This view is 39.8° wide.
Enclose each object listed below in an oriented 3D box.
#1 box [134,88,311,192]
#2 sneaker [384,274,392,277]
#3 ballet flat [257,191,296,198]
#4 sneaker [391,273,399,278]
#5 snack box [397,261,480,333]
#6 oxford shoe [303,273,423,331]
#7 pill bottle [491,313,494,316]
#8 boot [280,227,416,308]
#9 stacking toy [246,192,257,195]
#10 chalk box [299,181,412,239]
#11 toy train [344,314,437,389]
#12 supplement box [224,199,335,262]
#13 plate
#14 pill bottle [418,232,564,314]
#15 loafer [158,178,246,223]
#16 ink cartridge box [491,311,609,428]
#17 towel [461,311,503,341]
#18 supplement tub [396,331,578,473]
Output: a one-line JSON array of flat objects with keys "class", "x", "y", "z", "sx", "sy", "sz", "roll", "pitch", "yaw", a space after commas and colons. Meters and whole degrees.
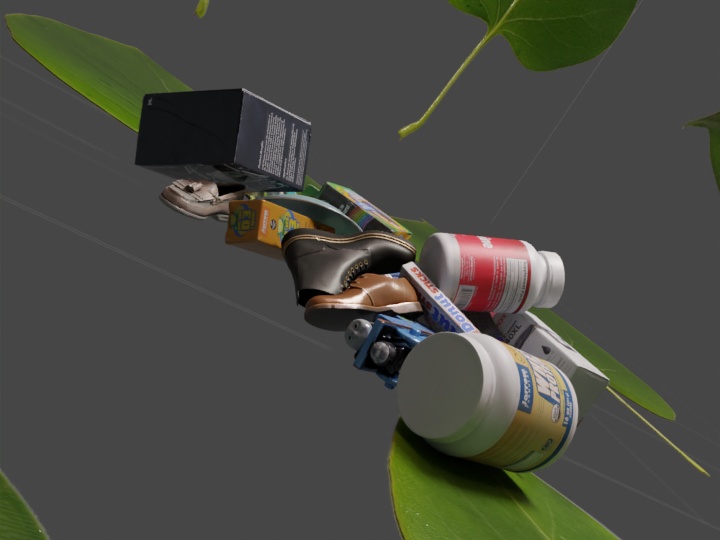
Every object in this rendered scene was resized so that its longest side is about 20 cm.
[{"class": "box", "x": -0.216, "y": -0.203, "z": 1.594, "sx": 0.200, "sy": 0.124, "sz": 0.197, "roll": 3, "pitch": -9, "yaw": 30}, {"class": "sneaker", "x": 0.046, "y": 0.046, "z": 1.535, "sx": 0.200, "sy": 0.080, "sz": 0.086, "roll": 31, "pitch": -3, "yaw": -10}, {"class": "ballet flat", "x": -0.133, "y": -0.109, "z": 1.722, "sx": 0.069, "sy": 0.069, "sz": 0.200, "roll": -105, "pitch": 172, "yaw": -76}, {"class": "sneaker", "x": 0.080, "y": 0.058, "z": 1.667, "sx": 0.200, "sy": 0.075, "sz": 0.078, "roll": 19, "pitch": 21, "yaw": -52}, {"class": "snack box", "x": 0.118, "y": 0.078, "z": 1.401, "sx": 0.024, "sy": 0.072, "sz": 0.200, "roll": -20, "pitch": 52, "yaw": -32}, {"class": "oxford shoe", "x": -0.003, "y": 0.040, "z": 1.356, "sx": 0.200, "sy": 0.071, "sz": 0.071, "roll": -1, "pitch": 66, "yaw": -45}, {"class": "pill bottle", "x": 0.212, "y": 0.092, "z": 1.804, "sx": 0.113, "sy": 0.113, "sz": 0.200, "roll": 23, "pitch": 15, "yaw": -48}, {"class": "boot", "x": -0.009, "y": 0.011, "z": 1.427, "sx": 0.200, "sy": 0.078, "sz": 0.138, "roll": 0, "pitch": 39, "yaw": -12}, {"class": "stacking toy", "x": -0.220, "y": -0.188, "z": 1.826, "sx": 0.146, "sy": 0.146, "sz": 0.200, "roll": 36, "pitch": -7, "yaw": 14}, {"class": "chalk box", "x": -0.032, "y": -0.076, "z": 1.801, "sx": 0.200, "sy": 0.125, "sz": 0.124, "roll": 38, "pitch": 10, "yaw": 17}, {"class": "toy train", "x": 0.057, "y": 0.108, "z": 1.314, "sx": 0.114, "sy": 0.087, "sz": 0.200, "roll": 29, "pitch": 7, "yaw": 35}, {"class": "supplement box", "x": -0.119, "y": -0.054, "z": 1.510, "sx": 0.069, "sy": 0.067, "sz": 0.200, "roll": 0, "pitch": -10, "yaw": 33}, {"class": "plate", "x": -0.089, "y": -0.082, "z": 1.608, "sx": 0.200, "sy": 0.026, "sz": 0.200, "roll": 12, "pitch": -19, "yaw": 4}, {"class": "pill bottle", "x": 0.195, "y": 0.007, "z": 1.478, "sx": 0.200, "sy": 0.112, "sz": 0.112, "roll": 5, "pitch": 19, "yaw": -17}, {"class": "loafer", "x": -0.235, "y": -0.116, "z": 1.505, "sx": 0.072, "sy": 0.063, "sz": 0.200, "roll": 37, "pitch": 10, "yaw": 15}, {"class": "ink cartridge box", "x": 0.253, "y": 0.159, "z": 1.500, "sx": 0.083, "sy": 0.145, "sz": 0.200, "roll": 25, "pitch": 13, "yaw": -36}, {"class": "towel", "x": 0.155, "y": 0.108, "z": 1.462, "sx": 0.143, "sy": 0.023, "sz": 0.200, "roll": 7, "pitch": 42, "yaw": -24}, {"class": "supplement tub", "x": 0.151, "y": 0.156, "z": 1.178, "sx": 0.200, "sy": 0.145, "sz": 0.145, "roll": 24, "pitch": 13, "yaw": -45}]
